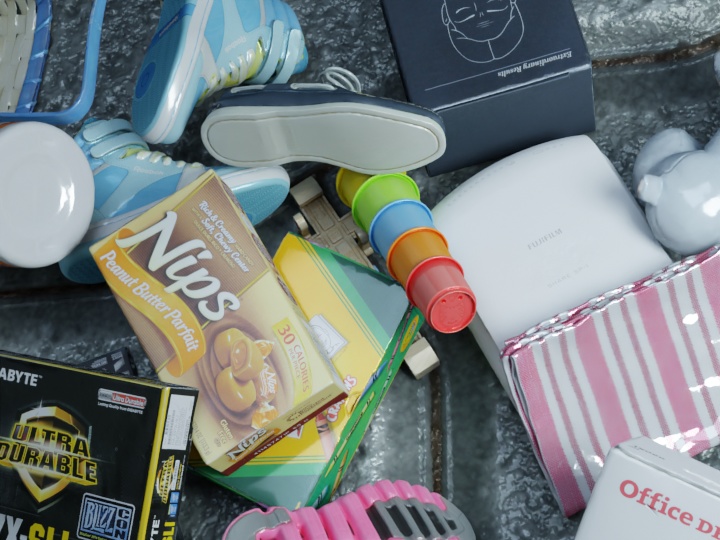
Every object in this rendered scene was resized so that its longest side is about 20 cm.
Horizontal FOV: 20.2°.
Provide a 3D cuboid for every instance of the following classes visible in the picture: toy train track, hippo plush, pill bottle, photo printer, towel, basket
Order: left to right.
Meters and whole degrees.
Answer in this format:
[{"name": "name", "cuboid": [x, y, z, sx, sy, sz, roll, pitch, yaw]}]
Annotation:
[{"name": "pill bottle", "cuboid": [-0.312, -0.061, 1.617, 0.199, 0.114, 0.115, 4, 61, 48]}, {"name": "basket", "cuboid": [-0.304, -0.197, 1.704, 0.198, 0.139, 0.178, -4, 63, 19]}, {"name": "toy train track", "cuboid": [0.000, 0.000, 1.620, 0.114, 0.033, 0.201, -32, 65, -6]}, {"name": "photo printer", "cuboid": [0.152, -0.003, 1.574, 0.166, 0.070, 0.201, -27, 64, -3]}, {"name": "towel", "cuboid": [0.215, 0.082, 1.498, 0.199, 0.030, 0.147, -24, 106, -4]}, {"name": "hippo plush", "cuboid": [0.298, -0.065, 1.540, 0.161, 0.159, 0.200, -41, 28, 9]}]

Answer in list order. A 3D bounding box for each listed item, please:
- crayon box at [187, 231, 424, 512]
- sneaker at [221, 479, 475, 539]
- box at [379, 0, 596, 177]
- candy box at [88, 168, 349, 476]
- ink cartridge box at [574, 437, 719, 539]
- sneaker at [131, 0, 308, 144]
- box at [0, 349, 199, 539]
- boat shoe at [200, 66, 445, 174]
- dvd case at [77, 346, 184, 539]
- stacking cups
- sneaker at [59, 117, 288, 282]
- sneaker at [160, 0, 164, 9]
[{"name": "crayon box", "cuboid": [-0.047, 0.086, 1.560, 0.118, 0.058, 0.201, 24, 80, 19]}, {"name": "sneaker", "cuboid": [-0.013, 0.217, 1.501, 0.198, 0.096, 0.079, -4, 44, -19]}, {"name": "box", "cuboid": [0.097, -0.202, 1.656, 0.147, 0.107, 0.201, -15, 63, 2]}, {"name": "candy box", "cuboid": [-0.108, 0.038, 1.526, 0.115, 0.055, 0.201, -32, 69, 3]}, {"name": "ink cartridge box", "cuboid": [0.212, 0.235, 1.392, 0.144, 0.084, 0.201, 24, 100, 19]}, {"name": "sneaker", "cuboid": [-0.107, -0.167, 1.661, 0.130, 0.079, 0.201, 30, 55, -24]}, {"name": "box", "cuboid": [-0.222, 0.151, 1.508, 0.199, 0.049, 0.161, 9, 91, 32]}, {"name": "boat shoe", "cuboid": [-0.025, -0.116, 1.574, 0.198, 0.075, 0.062, -2, 43, 22]}, {"name": "dvd case", "cuboid": [-0.224, 0.173, 1.585, 0.145, 0.022, 0.201, -21, 63, 0]}, {"name": "stacking cups", "cuboid": [0.038, -0.019, 1.544, 0.060, 0.061, 0.200, -25, 40, -2]}, {"name": "sneaker", "cuboid": [-0.165, -0.082, 1.652, 0.199, 0.080, 0.131, -19, 64, 2]}, {"name": "sneaker", "cuboid": [-0.161, -0.324, 1.766, 0.067, 0.090, 0.202, -7, 64, 7]}]
